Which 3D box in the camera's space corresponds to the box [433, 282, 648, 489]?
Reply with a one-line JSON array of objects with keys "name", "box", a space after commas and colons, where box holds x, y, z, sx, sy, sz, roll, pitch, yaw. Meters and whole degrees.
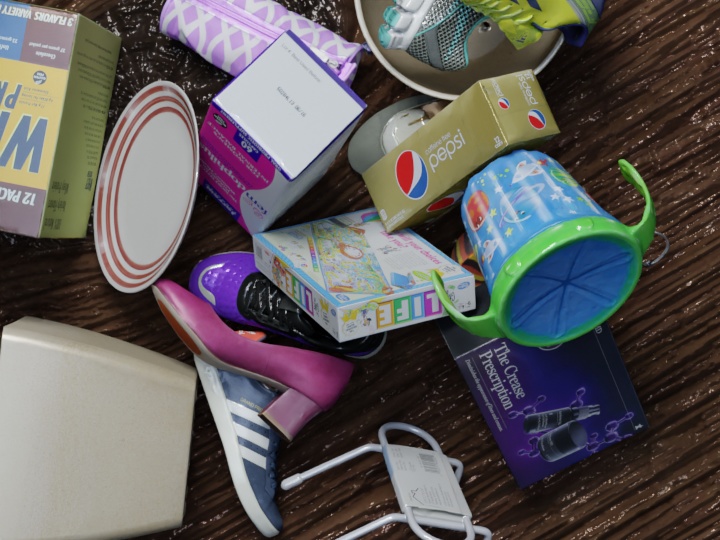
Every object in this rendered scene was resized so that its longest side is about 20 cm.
[{"name": "box", "box": [0.168, 0.091, 1.643, 0.141, 0.079, 0.200, -28, 132, 1]}]

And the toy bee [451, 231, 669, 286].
[{"name": "toy bee", "box": [0.174, -0.044, 1.680, 0.199, 0.109, 0.131, -28, 46, -5]}]

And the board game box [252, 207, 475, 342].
[{"name": "board game box", "box": [0.000, 0.000, 1.626, 0.134, 0.200, 0.034, -13, 115, -21]}]

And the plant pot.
[{"name": "plant pot", "box": [-0.244, 0.155, 1.664, 0.176, 0.200, 0.201, 5, 91, -4]}]

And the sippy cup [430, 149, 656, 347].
[{"name": "sippy cup", "box": [0.152, -0.028, 1.517, 0.177, 0.140, 0.131, -7, 47, -24]}]

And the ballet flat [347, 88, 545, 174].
[{"name": "ballet flat", "box": [0.080, -0.142, 1.704, 0.199, 0.064, 0.068, -18, 90, 3]}]

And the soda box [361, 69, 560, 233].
[{"name": "soda box", "box": [0.087, -0.105, 1.599, 0.067, 0.200, 0.064, -16, 77, -37]}]

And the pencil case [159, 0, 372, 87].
[{"name": "pencil case", "box": [-0.094, -0.218, 1.700, 0.199, 0.085, 0.084, 25, 89, 3]}]

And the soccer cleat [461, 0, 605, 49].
[{"name": "soccer cleat", "box": [0.131, -0.229, 1.513, 0.199, 0.065, 0.084, 2, 109, -39]}]

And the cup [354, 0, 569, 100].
[{"name": "cup", "box": [0.097, -0.253, 1.662, 0.199, 0.143, 0.202, 0, 91, 3]}]

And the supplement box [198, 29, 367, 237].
[{"name": "supplement box", "box": [-0.081, -0.120, 1.635, 0.101, 0.200, 0.103, 44, 72, 2]}]

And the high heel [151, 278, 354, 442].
[{"name": "high heel", "box": [-0.101, 0.060, 1.663, 0.096, 0.067, 0.200, -46, 103, -14]}]

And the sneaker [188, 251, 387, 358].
[{"name": "sneaker", "box": [-0.069, 0.029, 1.694, 0.199, 0.100, 0.070, 17, 90, 2]}]

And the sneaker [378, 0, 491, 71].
[{"name": "sneaker", "box": [0.101, -0.262, 1.564, 0.091, 0.078, 0.201, 33, 96, -15]}]

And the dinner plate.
[{"name": "dinner plate", "box": [-0.195, -0.077, 1.673, 0.024, 0.200, 0.202, 9, 92, -35]}]

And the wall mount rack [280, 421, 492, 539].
[{"name": "wall mount rack", "box": [0.025, 0.218, 1.657, 0.173, 0.200, 0.075, 11, 115, -17]}]

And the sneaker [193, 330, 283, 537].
[{"name": "sneaker", "box": [-0.093, 0.153, 1.713, 0.084, 0.075, 0.201, -18, 94, -3]}]

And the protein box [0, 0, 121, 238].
[{"name": "protein box", "box": [-0.321, -0.140, 1.654, 0.134, 0.199, 0.201, 11, 92, 3]}]
